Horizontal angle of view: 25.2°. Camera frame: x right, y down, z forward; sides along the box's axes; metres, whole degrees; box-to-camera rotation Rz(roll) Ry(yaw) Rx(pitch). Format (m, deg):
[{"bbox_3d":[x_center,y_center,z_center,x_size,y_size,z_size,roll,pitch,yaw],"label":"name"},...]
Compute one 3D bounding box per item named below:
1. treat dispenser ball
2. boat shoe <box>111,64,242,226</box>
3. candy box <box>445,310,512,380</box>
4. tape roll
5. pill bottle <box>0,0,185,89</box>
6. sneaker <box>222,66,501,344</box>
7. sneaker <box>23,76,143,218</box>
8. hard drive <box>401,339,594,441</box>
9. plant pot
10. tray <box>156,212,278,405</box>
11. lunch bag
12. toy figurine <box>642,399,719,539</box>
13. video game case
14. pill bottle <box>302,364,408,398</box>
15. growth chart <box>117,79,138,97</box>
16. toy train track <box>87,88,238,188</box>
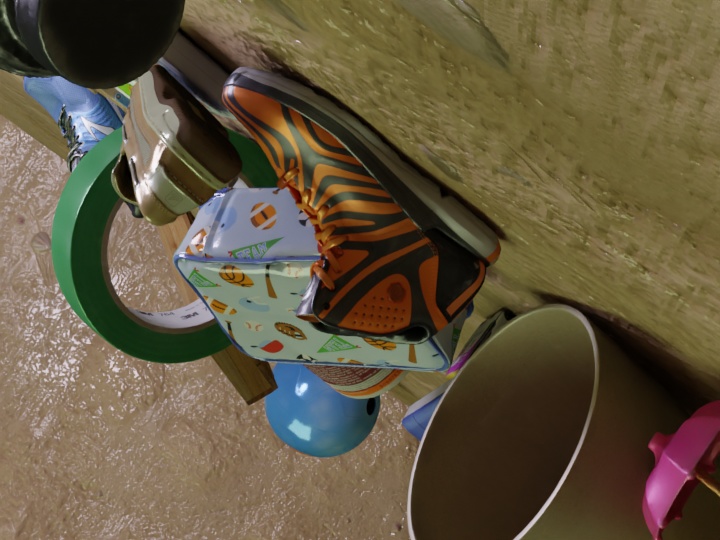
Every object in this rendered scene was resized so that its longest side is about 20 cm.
[{"bbox_3d":[-0.065,0.221,2.776,0.201,0.201,0.201,35,174,4],"label":"treat dispenser ball"},{"bbox_3d":[-0.129,-0.077,1.023,0.072,0.076,0.200,41,-174,-16],"label":"boat shoe"},{"bbox_3d":[0.168,0.117,1.290,0.200,0.061,0.136,36,174,3],"label":"candy box"},{"bbox_3d":[-0.151,-0.026,1.319,0.200,0.201,0.048,40,174,-33],"label":"tape roll"},{"bbox_3d":[-0.182,-0.166,0.833,0.200,0.112,0.112,32,173,40],"label":"pill bottle"},{"bbox_3d":[-0.021,-0.029,0.972,0.200,0.112,0.078,37,174,0],"label":"sneaker"},{"bbox_3d":[-0.257,-0.127,1.553,0.200,0.089,0.079,40,151,13],"label":"sneaker"},{"bbox_3d":[0.131,0.113,1.189,0.132,0.025,0.200,37,145,-9],"label":"hard drive"},{"bbox_3d":[0.166,0.149,1.055,0.200,0.188,0.187,30,177,-22],"label":"plant pot"},{"bbox_3d":[-0.135,0.026,1.497,0.099,0.037,0.200,58,-178,-38],"label":"tray"},{"bbox_3d":[-0.027,0.010,1.150,0.199,0.076,0.160,3,147,32],"label":"lunch bag"},{"bbox_3d":[0.249,0.155,0.924,0.184,0.150,0.200,48,149,-18],"label":"toy figurine"},{"bbox_3d":[-0.178,-0.179,1.139,0.200,0.024,0.182,38,174,-22],"label":"video game case"},{"bbox_3d":[-0.034,0.035,1.551,0.114,0.114,0.200,31,173,40],"label":"pill bottle"},{"bbox_3d":[-0.195,-0.158,1.438,0.145,0.018,0.200,36,175,-1],"label":"growth chart"},{"bbox_3d":[-0.163,-0.130,1.150,0.200,0.033,0.115,38,175,2],"label":"toy train track"}]
